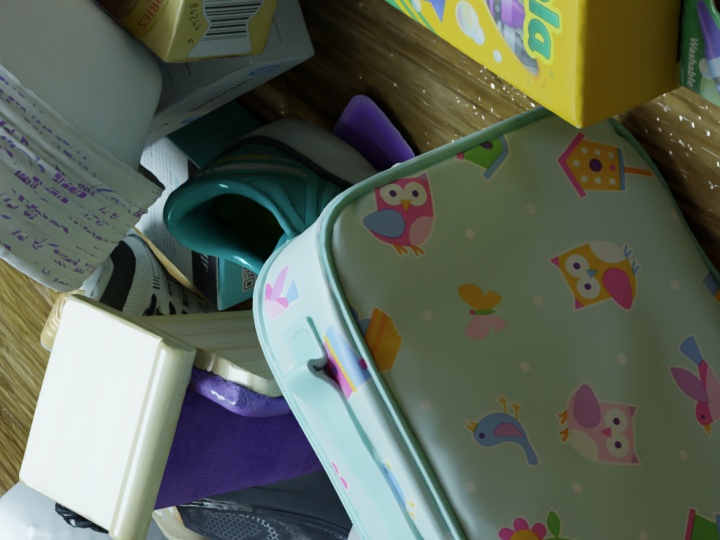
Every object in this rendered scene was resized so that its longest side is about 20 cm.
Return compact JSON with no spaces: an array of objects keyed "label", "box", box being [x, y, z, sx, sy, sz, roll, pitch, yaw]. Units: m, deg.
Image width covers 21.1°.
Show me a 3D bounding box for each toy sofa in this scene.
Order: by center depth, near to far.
[{"label":"toy sofa","box":[-0.039,0.061,0.814,0.098,0.200,0.083,24,103,27]}]

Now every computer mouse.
[{"label":"computer mouse","box":[-0.035,0.106,0.925,0.200,0.139,0.053,21,111,7]}]

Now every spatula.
[{"label":"spatula","box":[-0.013,-0.006,0.924,0.057,0.021,0.200,51,151,17]}]

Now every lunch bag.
[{"label":"lunch bag","box":[0.058,0.047,0.685,0.200,0.160,0.077,62,152,6]}]

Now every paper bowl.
[{"label":"paper bowl","box":[-0.166,-0.092,0.827,0.201,0.104,0.201,42,-178,-1]}]

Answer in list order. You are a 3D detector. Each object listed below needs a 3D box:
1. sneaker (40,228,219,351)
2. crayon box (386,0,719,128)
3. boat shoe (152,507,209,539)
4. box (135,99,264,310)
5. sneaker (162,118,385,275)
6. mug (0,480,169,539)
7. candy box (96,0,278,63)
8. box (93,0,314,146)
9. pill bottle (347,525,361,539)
[{"label":"sneaker","box":[-0.104,0.029,1.007,0.088,0.076,0.200,29,178,7]},{"label":"crayon box","box":[0.053,-0.137,0.670,0.200,0.052,0.126,39,142,42]},{"label":"boat shoe","box":[-0.130,0.083,1.119,0.200,0.075,0.068,48,129,49]},{"label":"box","box":[-0.107,-0.070,1.012,0.200,0.049,0.082,42,144,39]},{"label":"sneaker","box":[0.000,0.000,0.824,0.200,0.080,0.078,24,126,35]},{"label":"mug","box":[-0.127,0.195,1.179,0.175,0.148,0.200,45,116,27]},{"label":"candy box","box":[-0.066,-0.198,0.772,0.117,0.056,0.200,43,130,34]},{"label":"box","box":[-0.116,-0.141,0.916,0.200,0.041,0.156,-22,84,50]},{"label":"pill bottle","box":[0.089,0.160,0.773,0.200,0.109,0.109,52,149,27]}]
